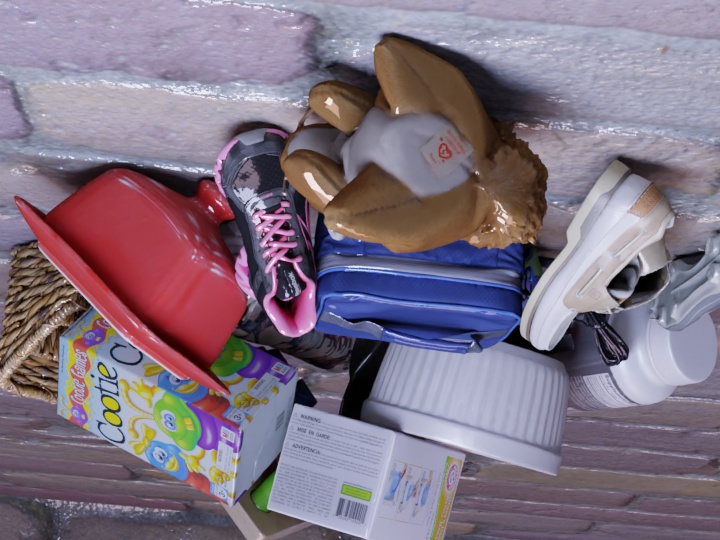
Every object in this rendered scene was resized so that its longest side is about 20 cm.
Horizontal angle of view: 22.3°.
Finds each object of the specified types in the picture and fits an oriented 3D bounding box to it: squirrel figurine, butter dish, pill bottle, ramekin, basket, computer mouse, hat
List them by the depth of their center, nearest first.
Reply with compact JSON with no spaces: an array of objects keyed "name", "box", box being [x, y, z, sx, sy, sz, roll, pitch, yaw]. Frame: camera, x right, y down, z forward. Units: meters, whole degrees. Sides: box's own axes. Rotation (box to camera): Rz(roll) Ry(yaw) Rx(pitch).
[{"name":"squirrel figurine","box":[0.035,-0.067,1.342,0.198,0.143,0.186,14,168,-22]},{"name":"butter dish","box":[-0.168,-0.015,1.584,0.200,0.148,0.199,43,178,26]},{"name":"ramekin","box":[0.107,0.120,1.751,0.198,0.106,0.200,16,175,2]},{"name":"computer mouse","box":[0.156,0.037,1.768,0.199,0.046,0.141,14,145,43]},{"name":"pill bottle","box":[0.255,0.082,1.838,0.110,0.112,0.199,18,159,-40]},{"name":"basket","box":[-0.251,0.062,1.850,0.142,0.151,0.199,-8,159,39]},{"name":"hat","box":[0.037,0.100,1.895,0.199,0.081,0.202,-24,141,-21]}]

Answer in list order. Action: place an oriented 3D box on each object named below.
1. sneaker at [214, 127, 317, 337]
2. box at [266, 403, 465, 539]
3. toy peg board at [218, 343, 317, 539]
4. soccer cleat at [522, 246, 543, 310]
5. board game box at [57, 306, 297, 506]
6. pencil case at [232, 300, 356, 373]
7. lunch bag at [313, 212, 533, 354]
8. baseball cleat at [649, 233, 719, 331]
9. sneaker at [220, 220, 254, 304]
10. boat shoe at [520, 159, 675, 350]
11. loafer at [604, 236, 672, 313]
[{"name":"sneaker","box":[-0.066,-0.025,1.484,0.078,0.096,0.201,-17,136,-7]},{"name":"box","box":[0.009,0.201,1.753,0.112,0.102,0.200,13,174,25]},{"name":"toy peg board","box":[-0.086,0.156,1.871,0.098,0.201,0.199,-45,163,24]},{"name":"soccer cleat","box":[0.071,0.007,1.682,0.198,0.085,0.065,2,-179,-4]},{"name":"board game box","box":[-0.173,0.113,1.712,0.199,0.103,0.106,25,132,18]},{"name":"pencil case","box":[-0.074,0.047,1.876,0.089,0.079,0.199,6,169,42]},{"name":"lunch bag","box":[0.056,0.003,1.579,0.198,0.134,0.136,7,165,-5]},{"name":"baseball cleat","box":[0.335,0.015,1.655,0.105,0.070,0.200,8,165,-11]},{"name":"sneaker","box":[-0.152,0.003,1.698,0.198,0.100,0.078,1,164,14]},{"name":"boat shoe","box":[0.191,0.003,1.495,0.068,0.075,0.201,34,137,11]},{"name":"loafer","box":[0.230,0.003,1.599,0.075,0.069,0.200,-23,161,-3]}]
